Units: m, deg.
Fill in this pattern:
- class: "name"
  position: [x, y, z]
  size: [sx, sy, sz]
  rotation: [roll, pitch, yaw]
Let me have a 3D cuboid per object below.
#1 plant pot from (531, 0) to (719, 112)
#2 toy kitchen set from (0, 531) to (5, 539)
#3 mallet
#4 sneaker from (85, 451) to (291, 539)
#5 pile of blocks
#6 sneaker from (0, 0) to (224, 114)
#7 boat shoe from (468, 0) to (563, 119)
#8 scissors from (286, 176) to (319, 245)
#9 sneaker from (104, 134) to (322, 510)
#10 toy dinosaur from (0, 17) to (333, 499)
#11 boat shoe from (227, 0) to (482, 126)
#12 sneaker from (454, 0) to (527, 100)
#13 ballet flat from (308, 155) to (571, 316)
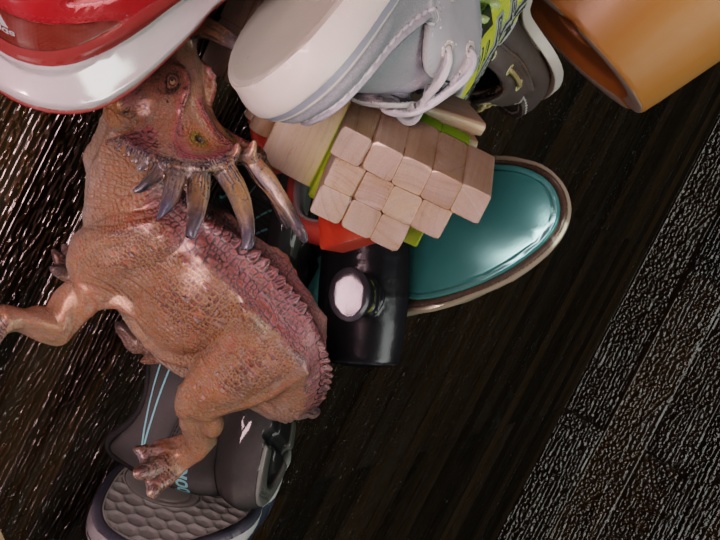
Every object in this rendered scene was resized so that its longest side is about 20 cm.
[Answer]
- class: "plant pot"
  position: [0.186, -0.202, 1.203]
  size: [0.183, 0.200, 0.200]
  rotation: [-45, 167, 0]
- class: "toy kitchen set"
  position: [-0.186, 0.221, 0.681]
  size: [0.162, 0.201, 0.180]
  rotation: [-21, -171, 29]
- class: "mallet"
  position: [0.000, 0.000, 0.833]
  size: [0.200, 0.041, 0.066]
  rotation: [82, 11, -82]
- class: "sneaker"
  position: [-0.103, 0.167, 1.051]
  size: [0.147, 0.077, 0.202]
  rotation: [-67, 168, 13]
- class: "pile of blocks"
  position: [-0.007, -0.054, 0.787]
  size: [0.062, 0.082, 0.200]
  rotation: [-62, -150, 21]
- class: "sneaker"
  position: [-0.044, -0.144, 0.625]
  size: [0.200, 0.078, 0.116]
  rotation: [-55, 167, -34]
- class: "boat shoe"
  position: [0.066, -0.125, 1.123]
  size: [0.060, 0.072, 0.200]
  rotation: [-54, 163, -6]
- class: "scissors"
  position: [0.016, -0.090, 0.847]
  size: [0.014, 0.073, 0.201]
  rotation: [65, 27, -46]
- class: "sneaker"
  position: [-0.060, 0.002, 0.901]
  size: [0.075, 0.079, 0.201]
  rotation: [65, 35, -69]
- class: "toy dinosaur"
  position: [-0.054, 0.005, 0.744]
  size: [0.135, 0.200, 0.086]
  rotation: [-26, -145, 27]
- class: "boat shoe"
  position: [0.017, -0.094, 0.717]
  size: [0.070, 0.072, 0.201]
  rotation: [-29, -163, 31]
- class: "sneaker"
  position: [0.045, -0.120, 0.983]
  size: [0.201, 0.075, 0.076]
  rotation: [-61, -160, -10]
- class: "ballet flat"
  position: [0.006, -0.002, 0.970]
  size: [0.199, 0.070, 0.069]
  rotation: [-19, 170, 8]
